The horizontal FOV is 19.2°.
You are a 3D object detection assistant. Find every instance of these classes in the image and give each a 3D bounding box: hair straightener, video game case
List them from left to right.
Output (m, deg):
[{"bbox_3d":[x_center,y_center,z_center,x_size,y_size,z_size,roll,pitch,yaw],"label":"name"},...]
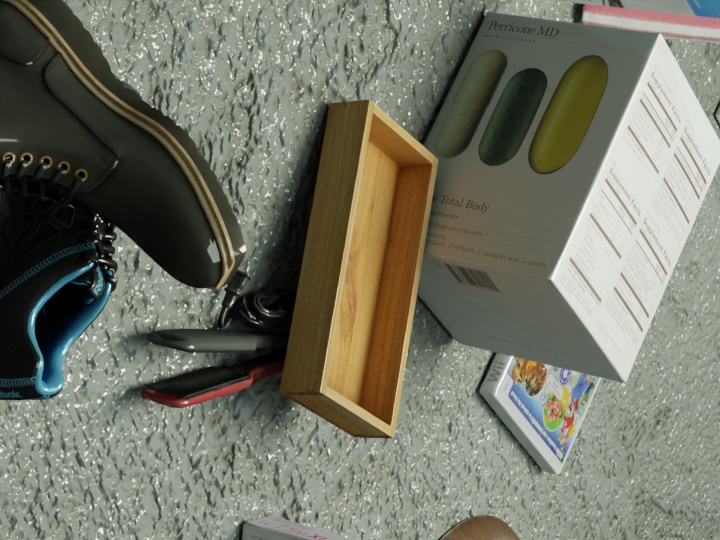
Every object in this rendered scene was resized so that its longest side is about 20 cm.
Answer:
[{"bbox_3d":[-0.065,0.036,1.360,0.199,0.041,0.078,-9,108,-54],"label":"hair straightener"},{"bbox_3d":[0.167,0.045,1.712,0.143,0.018,0.201,50,59,-49],"label":"video game case"}]

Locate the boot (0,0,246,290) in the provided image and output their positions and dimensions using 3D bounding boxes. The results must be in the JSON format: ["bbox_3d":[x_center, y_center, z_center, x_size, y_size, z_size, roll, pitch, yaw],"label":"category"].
[{"bbox_3d":[-0.168,-0.045,1.097,0.138,0.200,0.078,-35,165,-39],"label":"boot"}]

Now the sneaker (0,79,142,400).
[{"bbox_3d":[-0.158,-0.014,1.179,0.073,0.081,0.201,46,62,-48],"label":"sneaker"}]

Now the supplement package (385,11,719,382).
[{"bbox_3d":[0.139,-0.054,1.525,0.151,0.151,0.201,49,61,-48],"label":"supplement package"}]

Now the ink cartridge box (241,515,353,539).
[{"bbox_3d":[-0.033,0.275,1.410,0.042,0.118,0.202,0,100,-56],"label":"ink cartridge box"}]

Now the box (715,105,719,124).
[{"bbox_3d":[0.415,-0.123,1.936,0.200,0.101,0.113,49,60,-49],"label":"box"}]

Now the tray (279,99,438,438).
[{"bbox_3d":[0.000,0.000,1.413,0.099,0.037,0.202,36,59,-53],"label":"tray"}]

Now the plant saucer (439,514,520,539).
[{"bbox_3d":[0.091,0.294,1.665,0.200,0.036,0.203,-21,116,-51],"label":"plant saucer"}]

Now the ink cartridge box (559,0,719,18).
[{"bbox_3d":[0.205,-0.267,1.512,0.084,0.199,0.146,44,65,-48],"label":"ink cartridge box"}]

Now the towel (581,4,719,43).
[{"bbox_3d":[0.252,-0.277,1.630,0.030,0.145,0.202,-25,123,-75],"label":"towel"}]
